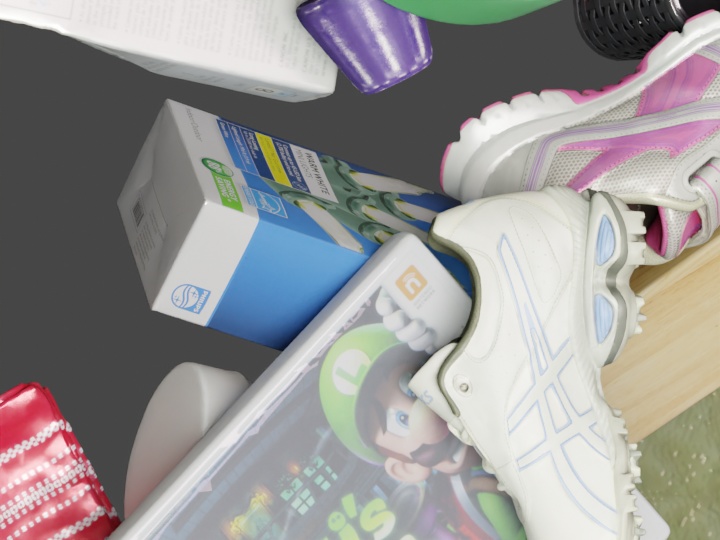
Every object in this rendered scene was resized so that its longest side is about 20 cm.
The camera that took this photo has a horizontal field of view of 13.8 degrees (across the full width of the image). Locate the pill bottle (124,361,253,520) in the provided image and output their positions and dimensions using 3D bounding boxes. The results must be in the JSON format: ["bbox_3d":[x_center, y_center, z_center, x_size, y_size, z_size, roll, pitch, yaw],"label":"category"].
[{"bbox_3d":[0.003,0.105,1.311,0.200,0.112,0.112,16,81,-23],"label":"pill bottle"}]

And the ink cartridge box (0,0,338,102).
[{"bbox_3d":[-0.096,-0.172,1.316,0.200,0.047,0.160,11,84,-21],"label":"ink cartridge box"}]

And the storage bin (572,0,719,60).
[{"bbox_3d":[0.173,-0.205,1.412,0.135,0.094,0.200,-5,89,-24],"label":"storage bin"}]

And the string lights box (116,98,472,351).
[{"bbox_3d":[0.000,0.000,1.313,0.200,0.103,0.059,18,113,-23],"label":"string lights box"}]

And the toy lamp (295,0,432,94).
[{"bbox_3d":[-0.028,-0.172,1.291,0.058,0.058,0.200,-30,97,-22],"label":"toy lamp"}]

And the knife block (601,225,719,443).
[{"bbox_3d":[0.196,-0.013,1.368,0.064,0.176,0.200,45,72,-15],"label":"knife block"}]

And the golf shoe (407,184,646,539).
[{"bbox_3d":[0.066,0.065,1.229,0.097,0.078,0.200,0,83,-8],"label":"golf shoe"}]

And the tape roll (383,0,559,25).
[{"bbox_3d":[0.046,-0.208,1.286,0.200,0.048,0.201,8,76,-33],"label":"tape roll"}]

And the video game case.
[{"bbox_3d":[0.011,0.117,1.241,0.200,0.023,0.182,-47,107,-17],"label":"video game case"}]

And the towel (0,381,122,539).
[{"bbox_3d":[-0.149,0.165,1.289,0.145,0.022,0.200,-32,101,-21],"label":"towel"}]

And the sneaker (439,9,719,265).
[{"bbox_3d":[0.141,-0.049,1.334,0.200,0.081,0.088,-24,64,-6],"label":"sneaker"}]
